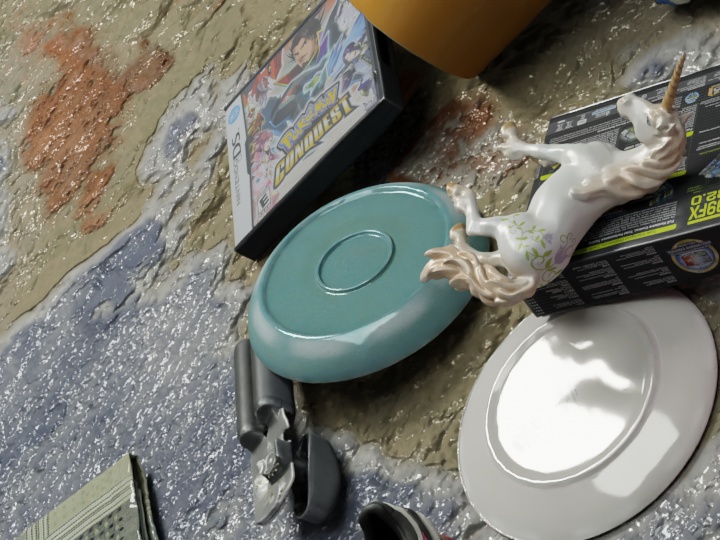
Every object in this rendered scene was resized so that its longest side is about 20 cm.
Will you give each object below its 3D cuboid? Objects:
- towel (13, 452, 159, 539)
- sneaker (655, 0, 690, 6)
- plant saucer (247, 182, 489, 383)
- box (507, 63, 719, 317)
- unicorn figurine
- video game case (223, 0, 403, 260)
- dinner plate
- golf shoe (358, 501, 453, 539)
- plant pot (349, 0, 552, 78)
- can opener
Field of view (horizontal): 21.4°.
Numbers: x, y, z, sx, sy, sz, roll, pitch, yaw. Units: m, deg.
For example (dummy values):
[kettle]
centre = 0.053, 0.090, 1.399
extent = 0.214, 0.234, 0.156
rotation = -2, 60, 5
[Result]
[towel]
centre = -0.227, 0.262, 1.470
extent = 0.200, 0.035, 0.193
rotation = -38, 36, 17
[sneaker]
centre = 0.280, -0.282, 1.406
extent = 0.085, 0.077, 0.201
rotation = 11, 74, 37
[plant saucer]
centre = 0.000, 0.000, 1.426
extent = 0.199, 0.028, 0.201
rotation = -18, 39, 15
[box]
centre = 0.206, -0.060, 1.285
extent = 0.199, 0.044, 0.161
rotation = -16, 41, 35
[unicorn figurine]
centre = 0.134, -0.055, 1.260
extent = 0.137, 0.074, 0.201
rotation = 26, 85, 46
[video game case]
centre = -0.044, -0.134, 1.581
extent = 0.200, 0.025, 0.182
rotation = -44, 35, 31
[dinner plate]
centre = 0.142, 0.086, 1.260
extent = 0.199, 0.024, 0.201
rotation = -26, 43, 28
[golf shoe]
centre = 0.022, 0.241, 1.191
extent = 0.072, 0.092, 0.201
rotation = -25, 46, 25
[plant pot]
centre = 0.087, -0.258, 1.482
extent = 0.184, 0.199, 0.200
rotation = -56, 36, 16
[can opener]
centre = -0.055, 0.115, 1.414
extent = 0.053, 0.066, 0.201
rotation = -56, 23, 28
